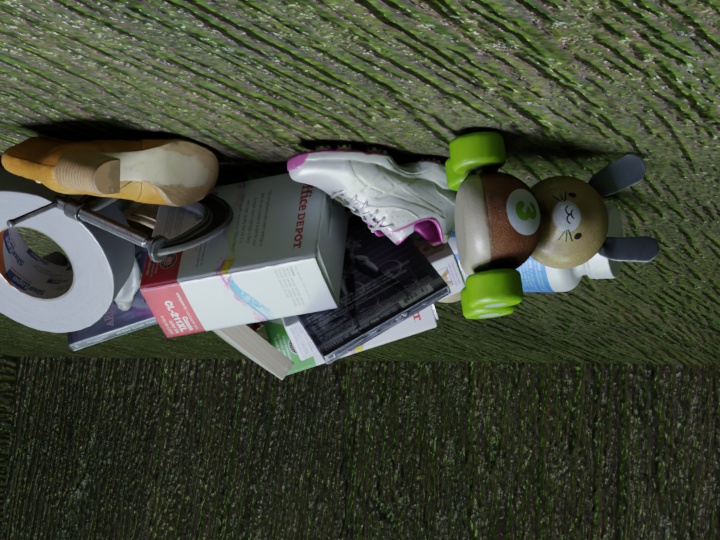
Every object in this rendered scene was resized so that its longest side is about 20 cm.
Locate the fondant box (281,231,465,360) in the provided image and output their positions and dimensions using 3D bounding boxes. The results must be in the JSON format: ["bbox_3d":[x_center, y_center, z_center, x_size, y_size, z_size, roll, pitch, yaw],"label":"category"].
[{"bbox_3d":[0.000,0.000,1.645,0.199,0.145,0.058,-24,128,0],"label":"fondant box"}]

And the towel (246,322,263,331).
[{"bbox_3d":[-0.150,0.001,1.870,0.022,0.145,0.200,-26,-177,3],"label":"towel"}]

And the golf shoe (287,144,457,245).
[{"bbox_3d":[0.018,-0.077,1.543,0.199,0.092,0.075,8,172,-21],"label":"golf shoe"}]

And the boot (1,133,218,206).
[{"bbox_3d":[-0.258,-0.113,1.546,0.143,0.071,0.201,16,-167,35],"label":"boot"}]

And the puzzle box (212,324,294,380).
[{"bbox_3d":[-0.165,0.059,1.735,0.133,0.025,0.200,40,173,-25],"label":"puzzle box"}]

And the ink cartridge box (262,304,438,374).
[{"bbox_3d":[-0.023,0.020,1.773,0.199,0.146,0.084,-18,-166,1],"label":"ink cartridge box"}]

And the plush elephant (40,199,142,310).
[{"bbox_3d":[-0.314,-0.017,1.828,0.164,0.156,0.200,-1,171,27],"label":"plush elephant"}]

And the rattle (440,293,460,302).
[{"bbox_3d":[0.129,-0.047,1.899,0.199,0.144,0.130,-9,-148,-35],"label":"rattle"}]

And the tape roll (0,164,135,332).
[{"bbox_3d":[-0.361,-0.026,1.699,0.199,0.066,0.201,9,129,12],"label":"tape roll"}]

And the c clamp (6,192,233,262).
[{"bbox_3d":[-0.242,-0.054,1.571,0.199,0.027,0.171,18,-142,29],"label":"c clamp"}]

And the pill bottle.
[{"bbox_3d":[0.195,-0.031,1.706,0.199,0.113,0.112,1,171,23],"label":"pill bottle"}]

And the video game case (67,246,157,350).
[{"bbox_3d":[-0.282,0.013,1.902,0.199,0.144,0.019,-17,142,10],"label":"video game case"}]

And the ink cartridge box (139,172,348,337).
[{"bbox_3d":[-0.120,-0.020,1.589,0.199,0.146,0.083,-10,132,15],"label":"ink cartridge box"}]

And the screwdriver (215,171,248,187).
[{"bbox_3d":[-0.211,-0.099,1.712,0.199,0.028,0.029,2,142,33],"label":"screwdriver"}]

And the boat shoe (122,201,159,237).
[{"bbox_3d":[-0.198,-0.019,1.725,0.200,0.064,0.072,34,144,28],"label":"boat shoe"}]

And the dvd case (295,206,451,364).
[{"bbox_3d":[-0.009,0.004,1.587,0.148,0.200,0.016,-30,130,-6],"label":"dvd case"}]

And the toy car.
[{"bbox_3d":[0.193,-0.050,1.473,0.198,0.166,0.158,-6,171,-1],"label":"toy car"}]
